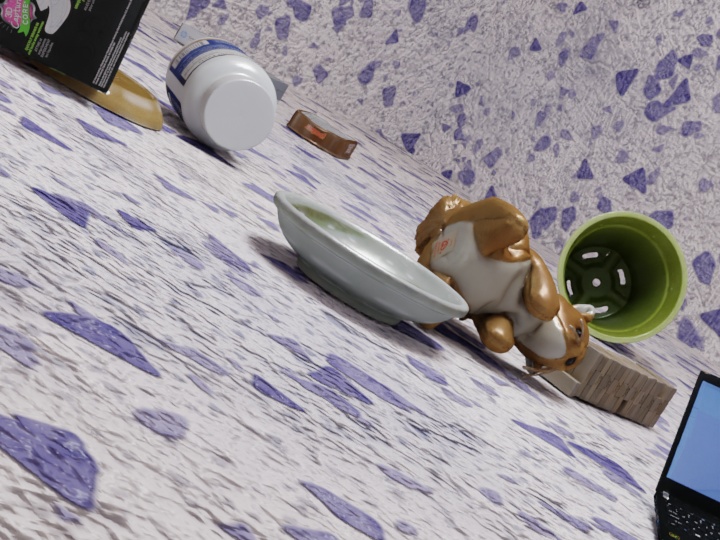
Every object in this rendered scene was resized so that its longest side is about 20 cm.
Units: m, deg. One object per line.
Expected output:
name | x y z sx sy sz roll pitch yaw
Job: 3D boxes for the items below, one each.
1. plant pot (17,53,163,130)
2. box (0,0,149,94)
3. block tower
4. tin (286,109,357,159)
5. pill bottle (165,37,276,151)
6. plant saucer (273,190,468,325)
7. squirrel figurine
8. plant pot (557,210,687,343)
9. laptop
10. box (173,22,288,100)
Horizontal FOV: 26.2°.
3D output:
plant pot | -0.295 -0.214 1.666 0.200 0.027 0.200 31 7 -4
box | -0.317 -0.289 1.549 0.200 0.124 0.149 25 18 -14
block tower | 0.270 0.118 1.665 0.054 0.058 0.200 37 10 39
tin | -0.064 -0.239 2.717 0.112 0.042 0.200 37 8 5
pill bottle | -0.160 -0.203 1.805 0.111 0.111 0.200 29 8 -23
plant saucer | 0.000 0.000 1.369 0.200 0.050 0.200 32 7 -4
squirrel figurine | 0.145 0.017 1.535 0.187 0.142 0.200 35 8 -26
plant pot | 0.388 0.016 2.416 0.200 0.200 0.190 32 -6 -2
laptop | 0.329 0.179 1.201 0.177 0.103 0.200 24 11 5
box | -0.254 -0.412 3.054 0.200 0.041 0.156 33 7 16
